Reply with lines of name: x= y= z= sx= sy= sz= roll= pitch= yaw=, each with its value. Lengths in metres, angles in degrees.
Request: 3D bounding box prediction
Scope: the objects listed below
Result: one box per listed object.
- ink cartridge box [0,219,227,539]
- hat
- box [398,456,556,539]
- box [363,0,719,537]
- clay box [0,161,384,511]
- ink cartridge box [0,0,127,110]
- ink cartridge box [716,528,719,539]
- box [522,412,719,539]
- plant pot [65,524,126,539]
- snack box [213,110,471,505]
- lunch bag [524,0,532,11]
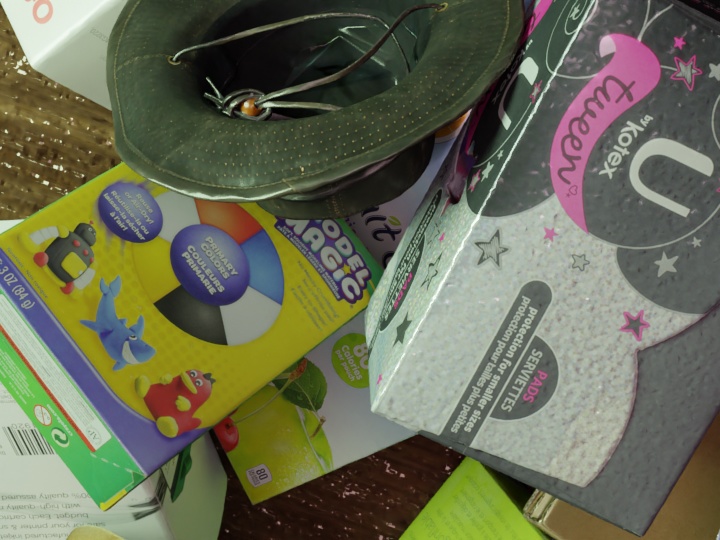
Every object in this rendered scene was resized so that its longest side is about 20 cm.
ink cartridge box: x=-0.162 y=0.074 z=0.868 sx=0.146 sy=0.200 sz=0.084 roll=-2 pitch=46 yaw=13
hat: x=-0.012 y=-0.077 z=0.767 sx=0.200 sy=0.201 sz=0.081 roll=-17 pitch=132 yaw=6
box: x=0.028 y=0.199 z=0.891 sx=0.048 sy=0.122 sz=0.200 roll=36 pitch=96 yaw=-27
box: x=0.100 y=-0.018 z=0.730 sx=0.132 sy=0.115 sz=0.200 roll=25 pitch=105 yaw=-9
clay box: x=-0.071 y=0.002 z=0.776 sx=0.115 sy=0.200 sz=0.048 roll=52 pitch=137 yaw=1
ink cartridge box: x=-0.094 y=-0.196 z=0.879 sx=0.200 sy=0.083 sz=0.145 roll=-36 pitch=64 yaw=16
ink cartridge box: x=0.259 y=0.079 z=0.819 sx=0.198 sy=0.043 sz=0.200 roll=14 pitch=93 yaw=-33
box: x=0.197 y=0.101 z=0.869 sx=0.200 sy=0.021 sz=0.164 roll=35 pitch=85 yaw=-23
plant pot: x=-0.087 y=0.210 z=0.826 sx=0.027 sy=0.200 sz=0.200 roll=-33 pitch=87 yaw=-28
snack box: x=0.000 y=0.000 z=0.895 sx=0.200 sy=0.068 sz=0.169 roll=-26 pitch=96 yaw=15
lunch bag: x=0.099 y=-0.179 z=0.834 sx=0.150 sy=0.094 sz=0.200 roll=2 pitch=94 yaw=-20
